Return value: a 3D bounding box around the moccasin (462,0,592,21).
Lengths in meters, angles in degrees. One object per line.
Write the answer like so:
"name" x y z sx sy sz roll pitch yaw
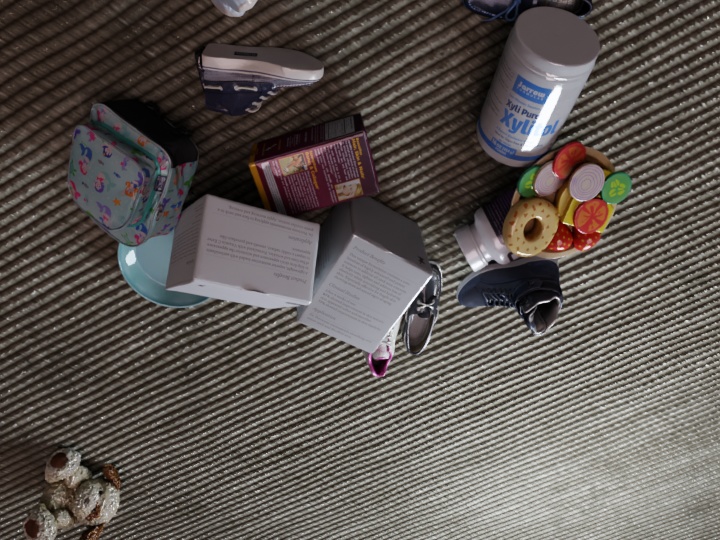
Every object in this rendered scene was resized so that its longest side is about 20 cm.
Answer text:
"moccasin" 0.252 -0.410 0.900 0.194 0.069 0.082 -3 124 -3

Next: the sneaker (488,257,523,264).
"sneaker" 0.335 -0.017 1.171 0.196 0.076 0.107 -23 127 21

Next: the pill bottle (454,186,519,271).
"pill bottle" 0.273 -0.082 1.091 0.197 0.113 0.112 -30 122 14

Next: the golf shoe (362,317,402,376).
"golf shoe" 0.050 0.123 1.218 0.073 0.092 0.205 5 122 -7

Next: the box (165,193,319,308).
"box" -0.196 -0.021 0.996 0.195 0.198 0.135 13 78 -29

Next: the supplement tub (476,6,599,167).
"supplement tub" 0.261 -0.270 0.920 0.128 0.135 0.202 1 147 -6

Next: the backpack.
"backpack" -0.365 -0.142 0.962 0.176 0.150 0.203 34 125 10

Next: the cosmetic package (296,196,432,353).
"cosmetic package" 0.000 0.000 1.086 0.164 0.168 0.202 26 119 -21

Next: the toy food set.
"toy food set" 0.332 -0.107 0.985 0.194 0.049 0.202 10 116 -16

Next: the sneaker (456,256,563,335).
"sneaker" 0.266 0.055 1.093 0.198 0.148 0.077 -21 127 23

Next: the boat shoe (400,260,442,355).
"boat shoe" 0.122 0.078 1.213 0.072 0.061 0.204 9 122 -10

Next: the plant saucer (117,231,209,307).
"plant saucer" -0.342 -0.024 1.117 0.194 0.036 0.205 -3 123 -4

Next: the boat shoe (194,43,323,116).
"boat shoe" -0.156 -0.290 0.945 0.194 0.076 0.094 7 130 -1

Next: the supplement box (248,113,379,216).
"supplement box" -0.076 -0.171 1.014 0.194 0.087 0.112 -15 124 5

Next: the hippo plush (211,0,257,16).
"hippo plush" -0.172 -0.465 0.805 0.161 0.158 0.201 -48 137 -10

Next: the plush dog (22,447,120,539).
"plush dog" -0.639 0.527 1.388 0.167 0.205 0.161 15 155 -4
